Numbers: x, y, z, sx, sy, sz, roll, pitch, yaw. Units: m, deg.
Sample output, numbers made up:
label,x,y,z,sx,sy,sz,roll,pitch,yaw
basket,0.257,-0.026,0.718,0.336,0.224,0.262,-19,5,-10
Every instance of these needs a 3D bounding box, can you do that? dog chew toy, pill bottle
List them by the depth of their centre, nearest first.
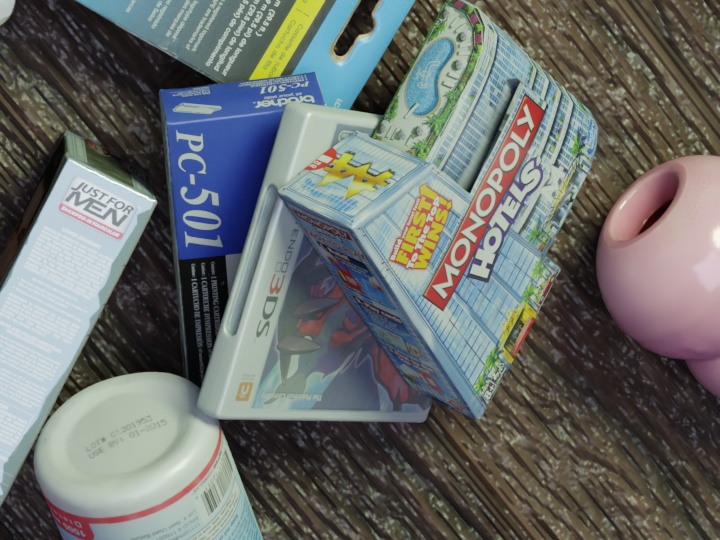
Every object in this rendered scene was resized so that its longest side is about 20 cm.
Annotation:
label,x,y,z,sx,sy,sz,roll,pitch,yaw
pill bottle,-0.112,0.164,1.691,0.108,0.109,0.201,-20,128,-4
dog chew toy,0.234,0.024,1.735,0.125,0.125,0.200,-46,113,3

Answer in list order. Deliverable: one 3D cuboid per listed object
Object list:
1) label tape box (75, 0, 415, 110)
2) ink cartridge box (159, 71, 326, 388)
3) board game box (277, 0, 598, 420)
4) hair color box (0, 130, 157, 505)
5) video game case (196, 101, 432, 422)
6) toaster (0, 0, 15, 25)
label,x,y,z,sx,sy,sz,roll,pitch,yaw
label tape box,-0.070,-0.186,1.663,0.199,0.063,0.145,30,97,-24
ink cartridge box,-0.063,-0.014,1.684,0.093,0.044,0.201,-7,122,-6
board game box,0.048,-0.042,1.643,0.200,0.062,0.201,35,82,-54
hair color box,-0.190,0.026,1.677,0.060,0.099,0.201,27,97,-12
video game case,0.000,0.000,1.676,0.200,0.023,0.183,4,106,-53
toaster,-0.279,-0.215,1.601,0.180,0.119,0.201,1,103,-8
